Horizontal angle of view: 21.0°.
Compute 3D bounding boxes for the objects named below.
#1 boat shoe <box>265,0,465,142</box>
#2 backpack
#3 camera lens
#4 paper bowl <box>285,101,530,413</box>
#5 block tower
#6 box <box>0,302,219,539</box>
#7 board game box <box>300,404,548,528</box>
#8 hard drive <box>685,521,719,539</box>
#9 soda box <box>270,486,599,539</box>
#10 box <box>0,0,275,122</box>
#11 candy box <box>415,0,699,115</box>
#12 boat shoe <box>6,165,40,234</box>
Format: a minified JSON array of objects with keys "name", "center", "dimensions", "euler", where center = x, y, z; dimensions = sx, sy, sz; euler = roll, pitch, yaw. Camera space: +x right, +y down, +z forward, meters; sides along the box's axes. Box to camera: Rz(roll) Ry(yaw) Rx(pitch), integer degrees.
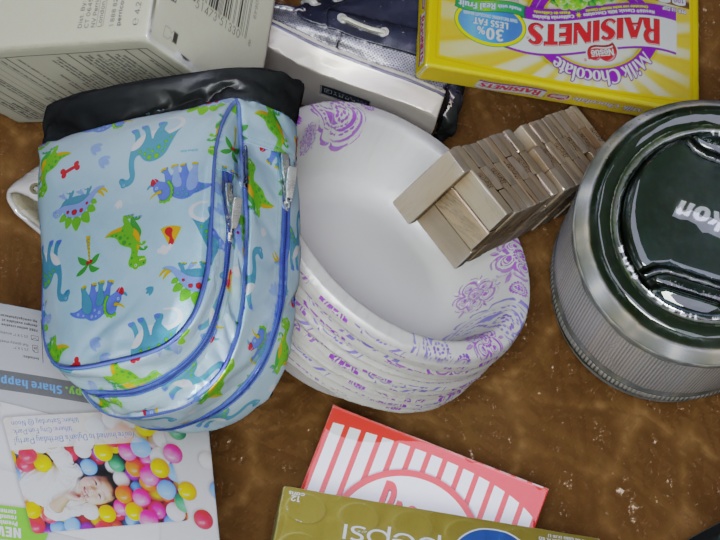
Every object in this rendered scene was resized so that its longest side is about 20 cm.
[{"name":"boat shoe","center":[-0.016,-0.162,1.319],"dimensions":[0.199,0.075,0.093],"euler":[22,69,-2]},{"name":"backpack","center":[-0.109,-0.008,1.100],"dimensions":[0.162,0.154,0.202],"euler":[-7,85,19]},{"name":"camera lens","center":[0.202,-0.006,1.213],"dimensions":[0.158,0.200,0.161],"euler":[0,77,-1]},{"name":"paper bowl","center":[0.000,0.000,1.230],"dimensions":[0.200,0.104,0.202],"euler":[24,43,-24]},{"name":"block tower","center":[0.098,-0.055,1.237],"dimensions":[0.054,0.200,0.058],"euler":[-44,78,30]},{"name":"box","center":[-0.162,0.122,1.147],"dimensions":[0.155,0.041,0.201],"euler":[13,52,-28]},{"name":"board game box","center":[0.015,0.207,1.240],"dimensions":[0.150,0.046,0.201],"euler":[20,77,4]},{"name":"hard drive","center":[0.251,0.212,1.163],"dimensions":[0.033,0.200,0.140],"euler":[-42,81,-10]},{"name":"soda box","center":[0.042,0.191,1.175],"dimensions":[0.198,0.064,0.068],"euler":[9,38,1]},{"name":"box","center":[-0.170,-0.168,1.242],"dimensions":[0.199,0.128,0.110],"euler":[1,74,30]},{"name":"candy box","center":[0.135,-0.164,1.309],"dimensions":[0.198,0.026,0.103],"euler":[8,74,-16]},{"name":"boat shoe","center":[-0.147,0.001,1.205],"dimensions":[0.069,0.071,0.200],"euler":[-30,54,-31]}]
